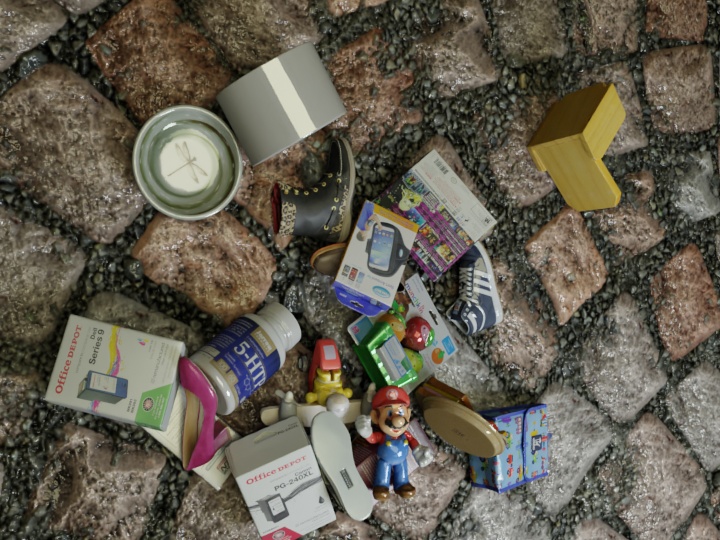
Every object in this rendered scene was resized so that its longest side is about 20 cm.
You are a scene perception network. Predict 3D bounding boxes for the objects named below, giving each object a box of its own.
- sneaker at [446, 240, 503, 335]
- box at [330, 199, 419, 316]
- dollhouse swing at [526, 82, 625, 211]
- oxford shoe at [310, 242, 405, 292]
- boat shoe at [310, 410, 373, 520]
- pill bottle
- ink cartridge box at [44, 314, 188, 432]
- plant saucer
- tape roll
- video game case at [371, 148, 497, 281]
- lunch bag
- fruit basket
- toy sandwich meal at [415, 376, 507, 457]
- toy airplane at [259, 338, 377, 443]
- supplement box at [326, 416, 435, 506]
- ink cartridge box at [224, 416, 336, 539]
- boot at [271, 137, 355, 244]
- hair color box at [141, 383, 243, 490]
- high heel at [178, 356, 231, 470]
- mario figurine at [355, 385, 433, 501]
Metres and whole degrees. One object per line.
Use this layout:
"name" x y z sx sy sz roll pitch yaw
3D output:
"sneaker" 0.218 0.033 1.685 0.107 0.070 0.204 -24 101 -23
"box" 0.025 -0.019 1.547 0.117 0.042 0.203 24 66 -8
"dollhouse swing" 0.482 -0.254 1.727 0.175 0.199 0.183 38 76 -16
"oxford shoe" 0.000 0.000 1.579 0.196 0.074 0.072 7 125 -22
"boat shoe" -0.043 0.347 1.462 0.070 0.063 0.204 -22 92 -24
"pill bottle" -0.203 0.149 1.469 0.199 0.119 0.121 -41 105 -34
"ink cartridge box" -0.405 0.172 1.378 0.195 0.088 0.149 15 75 -2
"plant saucer" -0.311 -0.190 1.476 0.196 0.050 0.206 1 88 -23
"tape roll" -0.140 -0.295 1.468 0.201 0.202 0.141 -32 100 -19
"video game case" 0.146 -0.112 1.644 0.181 0.036 0.201 -41 86 -18
"lunch bag" 0.326 0.365 1.729 0.196 0.093 0.155 -3 90 -35
"fruit basket" 0.090 0.136 1.619 0.198 0.093 0.188 -34 102 -23
"toy sandwich meal" 0.202 0.287 1.611 0.205 0.204 0.071 43 63 -16
"toy airplane" -0.061 0.257 1.526 0.200 0.141 0.200 -47 106 -16
"supplement box" 0.030 0.368 1.580 0.199 0.110 0.087 -36 102 -19
"ink cartridge box" -0.140 0.381 1.471 0.143 0.084 0.203 -22 124 -10
"boot" -0.090 -0.153 1.558 0.147 0.073 0.205 1 96 -25
"hair color box" -0.301 0.286 1.469 0.200 0.060 0.099 44 74 -15
"high heel" -0.287 0.242 1.385 0.095 0.067 0.203 -35 132 -29
"mario figurine" 0.059 0.309 1.475 0.122 0.104 0.205 -4 93 -53
